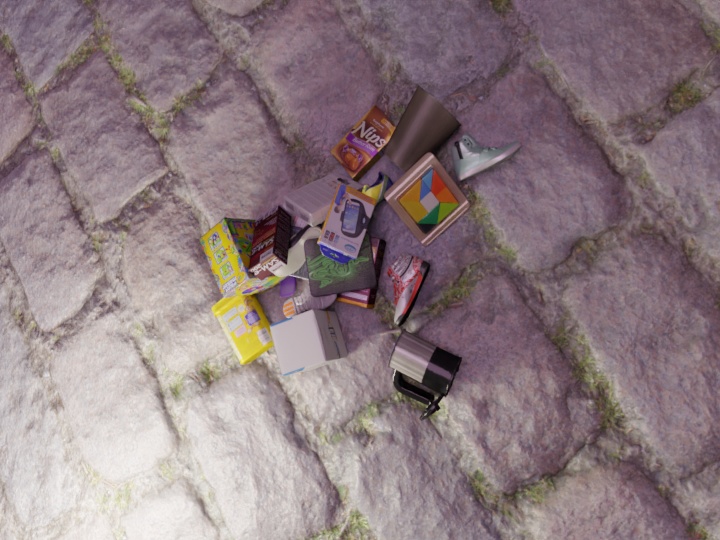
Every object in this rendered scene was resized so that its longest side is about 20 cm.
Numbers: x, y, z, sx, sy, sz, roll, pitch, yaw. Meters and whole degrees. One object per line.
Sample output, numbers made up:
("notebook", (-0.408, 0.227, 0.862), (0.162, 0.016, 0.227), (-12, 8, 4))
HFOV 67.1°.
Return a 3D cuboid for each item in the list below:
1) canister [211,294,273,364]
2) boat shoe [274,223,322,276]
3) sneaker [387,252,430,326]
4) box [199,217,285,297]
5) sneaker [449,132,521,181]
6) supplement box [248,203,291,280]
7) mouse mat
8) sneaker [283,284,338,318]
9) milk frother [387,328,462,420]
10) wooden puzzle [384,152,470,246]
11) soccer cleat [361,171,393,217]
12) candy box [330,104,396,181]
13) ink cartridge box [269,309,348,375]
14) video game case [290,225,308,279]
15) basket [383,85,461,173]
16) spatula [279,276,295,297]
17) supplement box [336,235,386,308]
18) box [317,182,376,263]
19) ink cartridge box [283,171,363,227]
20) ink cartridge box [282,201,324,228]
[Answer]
("canister", (-0.359, 0.170, 1.696), (0.146, 0.086, 0.204), (-33, 79, 11))
("boat shoe", (-0.184, -0.065, 1.583), (0.073, 0.061, 0.200), (36, 109, -23))
("sneaker", (0.117, 0.051, 1.580), (0.106, 0.067, 0.206), (25, 90, 17))
("box", (-0.346, -0.040, 1.636), (0.120, 0.198, 0.197), (-31, 77, 25))
("sneaker", (0.348, -0.348, 1.534), (0.195, 0.074, 0.122), (-23, 86, 16))
("supplement box", (-0.260, -0.084, 1.569), (0.107, 0.061, 0.204), (-30, 42, 27))
("mouse mat", (-0.057, -0.019, 1.539), (0.193, 0.008, 0.167), (-9, 85, -5))
("sneaker", (-0.130, 0.088, 1.617), (0.195, 0.111, 0.080), (-18, 79, 31))
("milk frother", (0.158, 0.286, 1.483), (0.184, 0.199, 0.186), (23, 96, 16))
("wooden puzzle", (0.192, -0.200, 1.553), (0.184, 0.037, 0.201), (-41, 104, 9))
("soccer cleat", (0.017, -0.204, 1.598), (0.201, 0.084, 0.064), (-49, 30, -9))
("candy box", (0.017, -0.385, 1.644), (0.200, 0.056, 0.117), (-44, 76, 7))
("ink cartridge box", (-0.145, 0.207, 1.573), (0.143, 0.200, 0.149), (-20, 79, 13))
("video game case", (-0.139, -0.044, 1.605), (0.194, 0.019, 0.148), (13, 90, 21))
("basket", (0.165, -0.390, 1.558), (0.201, 0.178, 0.137), (-50, 37, 14))
("spatula", (-0.234, -0.020, 1.707), (0.055, 0.020, 0.208), (-8, 83, 19))
("supplement box", (0.000, 0.000, 1.605), (0.107, 0.085, 0.207), (11, 89, 17))
("box", (-0.041, -0.127, 1.520), (0.116, 0.041, 0.206), (22, 77, -14))
("ink cartridge box", (-0.107, -0.216, 1.608), (0.197, 0.051, 0.160), (-28, 40, -26))
("ink cartridge box", (-0.161, -0.123, 1.669), (0.196, 0.067, 0.118), (29, 95, 16))
